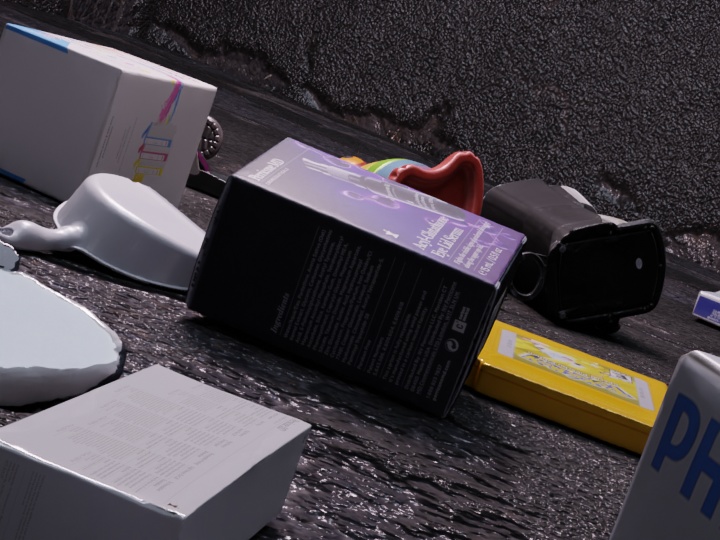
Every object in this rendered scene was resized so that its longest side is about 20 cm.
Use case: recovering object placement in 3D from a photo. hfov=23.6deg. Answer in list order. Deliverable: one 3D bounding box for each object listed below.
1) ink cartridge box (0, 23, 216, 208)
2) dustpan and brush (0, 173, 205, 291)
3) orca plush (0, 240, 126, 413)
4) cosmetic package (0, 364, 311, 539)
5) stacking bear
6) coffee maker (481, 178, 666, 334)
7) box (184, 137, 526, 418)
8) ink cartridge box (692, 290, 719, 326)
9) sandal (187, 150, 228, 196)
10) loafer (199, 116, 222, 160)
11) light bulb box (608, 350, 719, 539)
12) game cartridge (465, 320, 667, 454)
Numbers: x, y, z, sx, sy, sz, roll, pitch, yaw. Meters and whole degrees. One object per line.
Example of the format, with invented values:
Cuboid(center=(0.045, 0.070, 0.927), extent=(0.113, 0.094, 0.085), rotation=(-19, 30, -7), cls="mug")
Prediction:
Cuboid(center=(-0.232, -0.132, 1.541), extent=(0.129, 0.125, 0.200), rotation=(23, 9, 20), cls="ink cartridge box")
Cuboid(center=(-0.189, -0.027, 1.252), extent=(0.140, 0.057, 0.200), rotation=(39, 10, 30), cls="dustpan and brush")
Cuboid(center=(-0.210, 0.038, 0.760), extent=(0.200, 0.071, 0.105), rotation=(2, 48, -25), cls="orca plush")
Cuboid(center=(-0.086, 0.087, 0.709), extent=(0.083, 0.051, 0.200), rotation=(19, 8, 10), cls="cosmetic package")
Cuboid(center=(0.024, -0.073, 1.844), extent=(0.121, 0.114, 0.200), rotation=(-16, 17, -34), cls="stacking bear")
Cuboid(center=(0.205, -0.027, 1.877), extent=(0.192, 0.135, 0.200), rotation=(15, 9, -26), cls="coffee maker")
Cuboid(center=(0.000, 0.000, 1.210), extent=(0.200, 0.104, 0.148), rotation=(23, 19, 6), cls="box")
Cuboid(center=(0.568, 0.080, 2.377), extent=(0.200, 0.041, 0.200), rotation=(23, 8, 20), cls="ink cartridge box")
Cuboid(center=(-0.191, -0.121, 1.841), extent=(0.200, 0.048, 0.075), rotation=(20, 8, -4), cls="sandal")
Cuboid(center=(-0.254, -0.175, 2.016), extent=(0.200, 0.073, 0.071), rotation=(26, -2, 5), cls="loafer")
Cuboid(center=(0.129, 0.145, 0.319), extent=(0.198, 0.200, 0.125), rotation=(18, 9, -19), cls="light bulb box")
Cuboid(center=(0.166, 0.091, 1.365), extent=(0.176, 0.032, 0.200), rotation=(21, 7, 4), cls="game cartridge")
